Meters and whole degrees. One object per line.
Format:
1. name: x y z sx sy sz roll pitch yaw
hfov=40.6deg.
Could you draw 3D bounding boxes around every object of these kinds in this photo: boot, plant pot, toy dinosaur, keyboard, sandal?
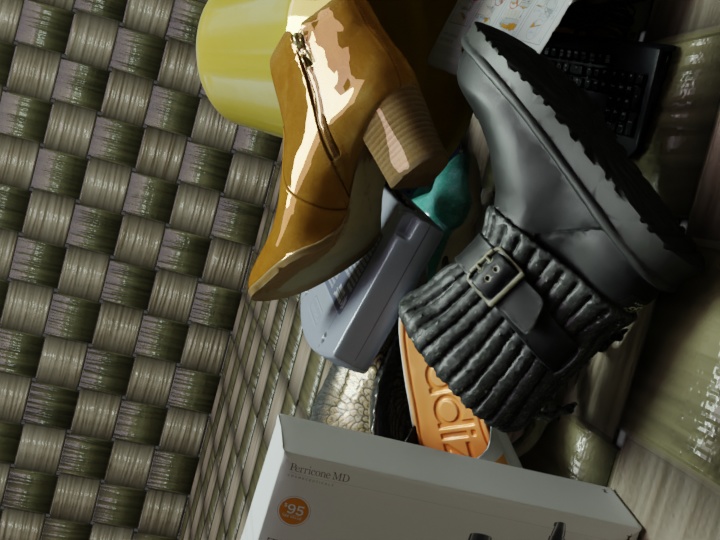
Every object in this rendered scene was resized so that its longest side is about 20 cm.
1. boot: 0.080 -0.028 0.575 0.158 0.079 0.211 -45 58 29
2. plant pot: -0.026 -0.184 0.810 0.189 0.201 0.201 9 83 34
3. toy dinosaur: 0.127 0.053 0.629 0.088 0.047 0.200 -114 35 -76
4. boot: -0.034 -0.083 0.677 0.201 0.071 0.144 -41 66 34
5. keyboard: 0.135 -0.147 0.692 0.200 0.040 0.104 30 108 59
6. sandal: 0.053 0.114 0.627 0.079 0.059 0.207 -20 83 35

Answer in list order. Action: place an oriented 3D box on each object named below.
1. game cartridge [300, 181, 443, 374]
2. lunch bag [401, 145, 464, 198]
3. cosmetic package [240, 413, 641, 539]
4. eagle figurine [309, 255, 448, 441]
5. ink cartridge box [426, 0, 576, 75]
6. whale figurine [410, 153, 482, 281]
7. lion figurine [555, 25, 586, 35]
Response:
1. game cartridge: 0.000 0.000 0.755 0.133 0.041 0.200 -57 16 9
2. lunch bag: 0.051 -0.106 1.066 0.160 0.075 0.200 -81 13 -46
3. cosmetic package: 0.042 0.144 0.526 0.051 0.200 0.083 -120 46 -74
4. eagle figurine: 0.037 0.085 0.747 0.151 0.200 0.152 35 156 37
5. ink cartridge box: 0.141 -0.210 0.677 0.200 0.050 0.162 -60 26 9
6. whale figurine: 0.048 -0.024 0.909 0.200 0.104 0.159 116 164 -50
7. lion figurine: 0.152 -0.216 0.786 0.122 0.072 0.200 137 131 -55
